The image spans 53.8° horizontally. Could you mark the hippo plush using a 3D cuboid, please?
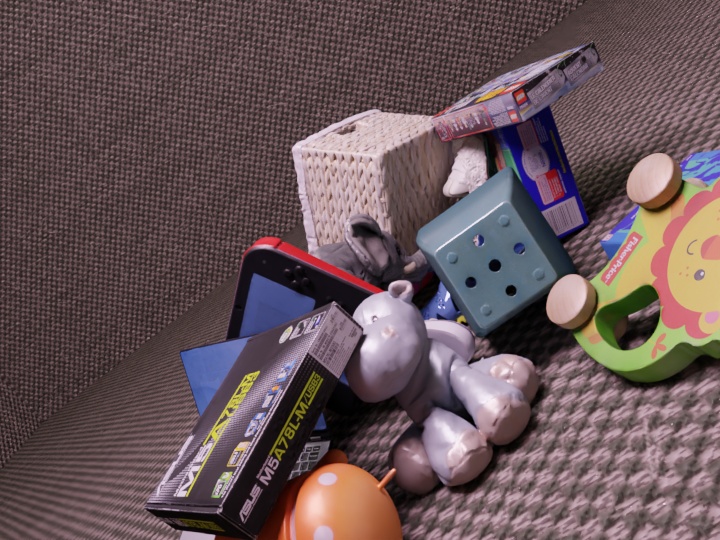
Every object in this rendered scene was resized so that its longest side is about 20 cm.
[{"bbox_3d":[0.068,0.086,0.678,0.158,0.162,0.201,-31,14,25],"label":"hippo plush"}]

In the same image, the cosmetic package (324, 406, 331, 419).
[{"bbox_3d":[-0.039,0.109,0.938,0.201,0.086,0.104,-54,-9,-25],"label":"cosmetic package"}]

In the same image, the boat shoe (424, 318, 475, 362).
[{"bbox_3d":[0.078,0.089,0.864,0.070,0.071,0.199,-47,7,-34],"label":"boat shoe"}]

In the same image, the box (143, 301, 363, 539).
[{"bbox_3d":[-0.099,0.136,0.644,0.192,0.047,0.202,-21,33,54],"label":"box"}]

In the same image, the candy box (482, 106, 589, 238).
[{"bbox_3d":[0.225,-0.140,0.993,0.075,0.173,0.200,-23,12,1],"label":"candy box"}]

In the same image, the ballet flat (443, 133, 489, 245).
[{"bbox_3d":[0.148,-0.090,0.989,0.070,0.206,0.072,-5,14,1],"label":"ballet flat"}]

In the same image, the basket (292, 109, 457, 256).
[{"bbox_3d":[0.030,-0.109,1.034,0.158,0.205,0.197,13,32,37],"label":"basket"}]

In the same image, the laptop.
[{"bbox_3d":[-0.137,0.192,0.787,0.184,0.116,0.203,-14,42,31],"label":"laptop"}]

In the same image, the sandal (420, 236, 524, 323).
[{"bbox_3d":[0.137,0.009,0.928,0.199,0.088,0.080,-40,14,2],"label":"sandal"}]

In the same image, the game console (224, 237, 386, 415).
[{"bbox_3d":[-0.062,0.068,0.793,0.031,0.174,0.203,-57,-8,-48],"label":"game console"}]

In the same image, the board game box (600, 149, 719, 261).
[{"bbox_3d":[0.343,-0.056,0.666,0.151,0.045,0.199,-42,14,-11],"label":"board game box"}]

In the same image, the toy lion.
[{"bbox_3d":[0.261,0.005,0.563,0.202,0.068,0.192,-58,24,15],"label":"toy lion"}]

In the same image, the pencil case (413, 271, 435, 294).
[{"bbox_3d":[0.069,0.006,1.134,0.200,0.089,0.088,-44,14,-25],"label":"pencil case"}]

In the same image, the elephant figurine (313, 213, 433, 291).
[{"bbox_3d":[0.000,0.000,0.878,0.138,0.157,0.203,2,49,28],"label":"elephant figurine"}]

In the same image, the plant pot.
[{"bbox_3d":[0.144,-0.017,0.764,0.140,0.143,0.200,-34,-1,12],"label":"plant pot"}]

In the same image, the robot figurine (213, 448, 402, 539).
[{"bbox_3d":[-0.046,0.232,0.593,0.198,0.119,0.143,-31,-8,29],"label":"robot figurine"}]

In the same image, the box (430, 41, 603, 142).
[{"bbox_3d":[0.191,-0.222,0.904,0.135,0.040,0.199,-34,14,-17],"label":"box"}]
